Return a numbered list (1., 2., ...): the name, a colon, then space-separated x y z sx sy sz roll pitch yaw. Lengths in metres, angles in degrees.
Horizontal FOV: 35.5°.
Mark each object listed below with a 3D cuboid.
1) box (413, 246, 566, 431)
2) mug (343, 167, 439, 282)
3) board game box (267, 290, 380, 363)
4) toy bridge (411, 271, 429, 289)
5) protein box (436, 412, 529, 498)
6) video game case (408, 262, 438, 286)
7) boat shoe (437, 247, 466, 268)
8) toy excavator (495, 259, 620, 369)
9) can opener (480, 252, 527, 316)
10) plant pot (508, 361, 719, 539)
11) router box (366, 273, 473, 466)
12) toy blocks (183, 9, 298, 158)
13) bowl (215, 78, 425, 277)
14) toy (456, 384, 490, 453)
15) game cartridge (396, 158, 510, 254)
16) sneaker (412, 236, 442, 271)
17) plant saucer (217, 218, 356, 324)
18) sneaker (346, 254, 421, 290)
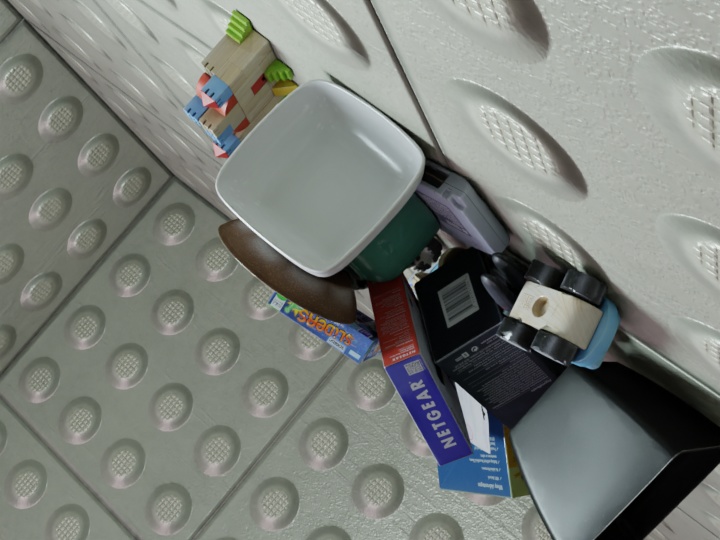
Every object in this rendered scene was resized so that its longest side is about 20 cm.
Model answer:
1. box: 0.178 0.092 1.485 0.200 0.107 0.149 42 -157 -37
2. mug: -0.003 -0.064 1.416 0.185 0.115 0.152 34 171 45
3. board game box: -0.033 0.062 1.436 0.135 0.035 0.200 33 -176 8
4. toy bridge: 0.110 0.021 1.640 0.067 0.027 0.200 14 -172 17
5. protein box: 0.217 0.235 1.732 0.134 0.201 0.198 -4 176 -29
6. video game case: 0.176 0.070 1.902 0.200 0.045 0.181 41 172 -3
7. boat shoe: 0.166 0.032 1.589 0.200 0.071 0.064 44 172 -35
8. toy excavator: 0.251 0.071 1.319 0.200 0.100 0.194 29 176 -31
9. can opener: 0.179 0.022 1.347 0.078 0.064 0.200 17 178 21
10. plant pot: 0.307 0.220 1.386 0.200 0.200 0.178 7 -143 -51
11. router box: 0.076 0.121 1.448 0.180 0.049 0.200 -101 -14 -51
12. toy blocks: -0.167 -0.228 1.454 0.100 0.137 0.200 38 173 14
13. bowl: -0.042 -0.101 1.301 0.200 0.200 0.075 39 171 21
14. toy: 0.155 0.181 1.649 0.200 0.047 0.116 -160 59 -66
15. game cartridge: 0.092 -0.090 1.366 0.200 0.042 0.133 33 175 46
16. sneaker: 0.039 -0.068 1.639 0.085 0.077 0.200 41 175 47
17. plant saucer: -0.079 -0.010 1.356 0.200 0.037 0.200 34 -168 -8
18. sneaker: 0.000 0.000 1.532 0.200 0.083 0.081 -11 -113 -45
